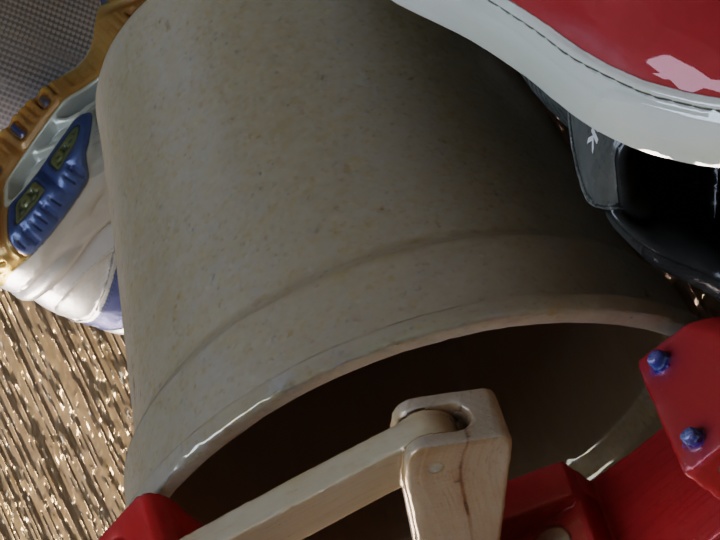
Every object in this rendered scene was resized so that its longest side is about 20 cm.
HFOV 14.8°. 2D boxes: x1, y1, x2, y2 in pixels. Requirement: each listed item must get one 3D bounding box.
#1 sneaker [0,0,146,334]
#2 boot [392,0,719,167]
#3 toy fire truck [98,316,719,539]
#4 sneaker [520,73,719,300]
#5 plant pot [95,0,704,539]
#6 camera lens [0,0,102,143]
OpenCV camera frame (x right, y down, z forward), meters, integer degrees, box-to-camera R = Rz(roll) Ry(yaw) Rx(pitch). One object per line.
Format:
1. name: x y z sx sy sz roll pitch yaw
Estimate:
1. sneaker: -0.055 -0.065 0.998 0.200 0.088 0.075 -48 37 12
2. boot: 0.067 -0.115 0.692 0.200 0.072 0.145 30 138 41
3. toy fire truck: 0.033 0.072 0.765 0.200 0.141 0.049 -39 43 20
4. sneaker: 0.087 -0.049 0.770 0.200 0.090 0.067 48 113 31
5. plant pot: 0.000 0.000 0.864 0.201 0.200 0.184 -59 40 45
6. camera lens: -0.177 -0.104 1.050 0.160 0.200 0.160 -24 56 43
